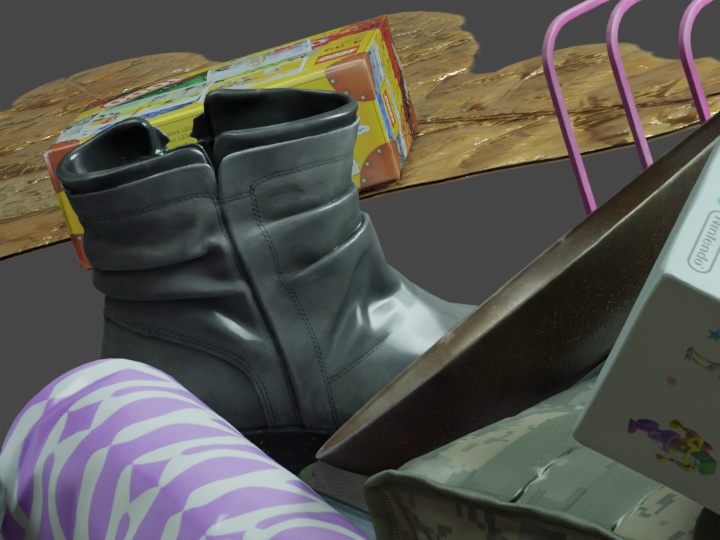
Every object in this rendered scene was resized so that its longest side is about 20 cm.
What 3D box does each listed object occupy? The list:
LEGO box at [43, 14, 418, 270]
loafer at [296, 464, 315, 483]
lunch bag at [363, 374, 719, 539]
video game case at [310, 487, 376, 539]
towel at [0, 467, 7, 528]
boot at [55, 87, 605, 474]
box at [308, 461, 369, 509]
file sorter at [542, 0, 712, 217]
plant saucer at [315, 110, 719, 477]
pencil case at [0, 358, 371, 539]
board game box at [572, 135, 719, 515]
[{"bbox_3d":[-0.073,-0.078,1.814,0.199,0.078,0.149,-16,13,10],"label":"LEGO box"},{"bbox_3d":[-0.055,0.100,1.107,0.075,0.070,0.200,13,35,17],"label":"loafer"},{"bbox_3d":[0.126,0.086,0.785,0.164,0.118,0.199,-22,21,-36],"label":"lunch bag"},{"bbox_3d":[-0.033,0.119,0.963,0.143,0.019,0.199,-28,32,-35],"label":"video game case"},{"bbox_3d":[-0.200,0.128,0.991,0.200,0.048,0.172,2,63,56],"label":"towel"},{"bbox_3d":[0.000,0.000,1.039,0.199,0.132,0.070,-11,20,-19],"label":"boot"},{"bbox_3d":[0.035,0.069,1.140,0.039,0.042,0.200,-25,14,-31],"label":"box"},{"bbox_3d":[0.198,-0.082,1.351,0.139,0.126,0.199,-28,16,-36],"label":"file sorter"},{"bbox_3d":[0.072,0.004,0.924,0.200,0.032,0.200,-40,-1,-1],"label":"plant saucer"},{"bbox_3d":[-0.045,0.095,0.905,0.086,0.084,0.200,-48,33,-7],"label":"pencil case"},{"bbox_3d":[0.168,0.025,0.722,0.199,0.064,0.148,28,41,4],"label":"board game box"}]
